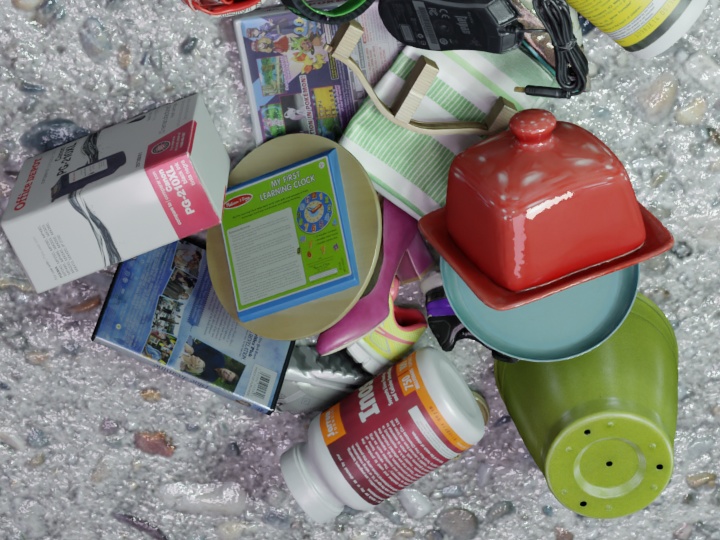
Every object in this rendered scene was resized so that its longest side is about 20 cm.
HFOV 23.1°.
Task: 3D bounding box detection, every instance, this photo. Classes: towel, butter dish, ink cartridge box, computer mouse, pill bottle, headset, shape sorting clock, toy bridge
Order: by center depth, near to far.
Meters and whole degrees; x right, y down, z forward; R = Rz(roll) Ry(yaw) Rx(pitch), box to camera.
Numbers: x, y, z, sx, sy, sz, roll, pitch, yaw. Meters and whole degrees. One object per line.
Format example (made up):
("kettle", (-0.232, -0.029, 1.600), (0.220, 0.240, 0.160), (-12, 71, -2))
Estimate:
("headset", (-0.012, -0.321, 1.584), (0.123, 0.094, 0.202), (6, 97, -38))
("pill bottle", (0.217, -0.293, 1.608), (0.199, 0.113, 0.113), (34, 114, -19))
("computer mouse", (0.121, -0.218, 1.629), (0.198, 0.046, 0.141), (6, 146, 32))
("butter dish", (0.166, -0.081, 1.648), (0.198, 0.200, 0.149), (-19, 124, -14))
("toy bridge", (0.050, -0.170, 1.672), (0.199, 0.027, 0.068), (24, 111, -21))
("ink cartridge box", (-0.234, -0.076, 1.705), (0.198, 0.145, 0.085), (-20, 116, 10))
("shape sorting clock", (-0.065, -0.033, 1.705), (0.198, 0.039, 0.202), (-3, 85, 30))
("towel", (0.082, -0.149, 1.715), (0.152, 0.023, 0.200), (32, 108, -24))
("pill bottle", (0.020, 0.174, 1.821), (0.199, 0.113, 0.113), (-34, 115, 13))

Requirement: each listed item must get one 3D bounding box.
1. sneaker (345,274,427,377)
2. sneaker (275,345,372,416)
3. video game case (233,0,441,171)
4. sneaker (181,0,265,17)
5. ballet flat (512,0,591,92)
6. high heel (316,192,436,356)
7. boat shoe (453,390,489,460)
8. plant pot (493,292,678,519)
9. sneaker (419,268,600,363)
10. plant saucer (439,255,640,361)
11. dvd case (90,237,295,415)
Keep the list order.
("sneaker", (-0.008, 0.020, 1.806), (0.090, 0.078, 0.200), (-36, 125, 18))
("sneaker", (-0.090, 0.119, 1.855), (0.198, 0.075, 0.083), (12, 118, -8))
("video game case", (-0.019, -0.169, 1.727), (0.180, 0.023, 0.202), (-7, 120, 3))
("sneaker", (-0.172, -0.281, 1.612), (0.199, 0.108, 0.068), (4, 120, -3))
("ballet flat", (0.162, -0.246, 1.661), (0.199, 0.068, 0.067), (37, 110, -20))
("high heel", (0.000, 0.000, 1.729), (0.067, 0.200, 0.096), (-18, 109, 49))
("boat shoe", (0.051, 0.196, 1.908), (0.199, 0.063, 0.074), (-29, 115, 14))
("plant pot", (0.242, 0.146, 1.808), (0.198, 0.193, 0.202), (0, 119, 0))
("sneaker", (0.163, 0.044, 1.787), (0.198, 0.100, 0.070), (-7, 161, -2))
("plant saucer", (0.177, -0.003, 1.752), (0.198, 0.202, 0.027), (0, 161, -1))
("dvd case", (-0.159, 0.045, 1.786), (0.199, 0.144, 0.018), (24, 151, -13))
